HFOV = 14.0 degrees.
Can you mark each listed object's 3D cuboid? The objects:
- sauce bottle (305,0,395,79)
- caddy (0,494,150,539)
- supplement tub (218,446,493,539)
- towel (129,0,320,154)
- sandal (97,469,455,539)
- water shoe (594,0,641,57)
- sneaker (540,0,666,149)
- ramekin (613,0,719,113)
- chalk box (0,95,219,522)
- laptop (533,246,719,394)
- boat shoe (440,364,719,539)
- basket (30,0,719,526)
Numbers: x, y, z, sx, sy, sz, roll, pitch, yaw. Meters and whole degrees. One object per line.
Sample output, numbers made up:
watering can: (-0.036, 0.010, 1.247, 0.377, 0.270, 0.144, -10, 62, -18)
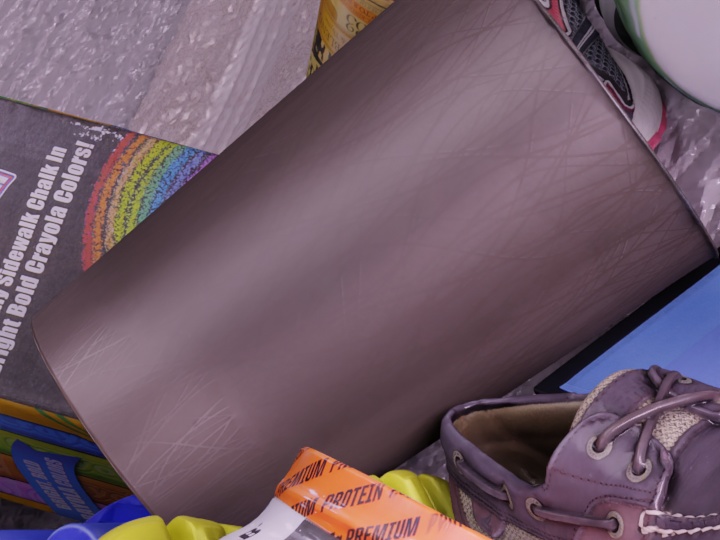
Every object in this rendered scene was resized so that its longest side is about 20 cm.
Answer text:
sauce bottle: (0.010, -0.067, 1.127, 0.201, 0.066, 0.066, 100, 172, -50)
caddy: (-0.095, 0.178, 1.063, 0.141, 0.105, 0.201, -7, 75, 42)
supplement tub: (-0.020, 0.159, 0.818, 0.122, 0.122, 0.201, 20, 82, 53)
towel: (-0.040, -0.102, 1.321, 0.132, 0.034, 0.201, -1, 58, 46)
sandal: (-0.023, 0.115, 0.949, 0.087, 0.199, 0.080, -40, 56, 46)
water shoe: (0.163, -0.169, 1.130, 0.200, 0.071, 0.079, -40, 35, 14)
sneaker: (0.055, -0.086, 1.170, 0.081, 0.075, 0.200, -42, 37, 11)
ramekin: (0.168, -0.139, 0.998, 0.199, 0.200, 0.098, -30, 48, 26)
chalk box: (-0.119, 0.018, 1.151, 0.199, 0.124, 0.125, 15, 67, 15)
laptop: (0.165, -0.026, 0.915, 0.177, 0.200, 0.103, -36, 67, -26)
boat shoe: (0.085, 0.061, 0.868, 0.072, 0.065, 0.200, -33, 11, -28)
basket: (0.000, 0.000, 0.991, 0.200, 0.136, 0.180, -37, 10, 4)
